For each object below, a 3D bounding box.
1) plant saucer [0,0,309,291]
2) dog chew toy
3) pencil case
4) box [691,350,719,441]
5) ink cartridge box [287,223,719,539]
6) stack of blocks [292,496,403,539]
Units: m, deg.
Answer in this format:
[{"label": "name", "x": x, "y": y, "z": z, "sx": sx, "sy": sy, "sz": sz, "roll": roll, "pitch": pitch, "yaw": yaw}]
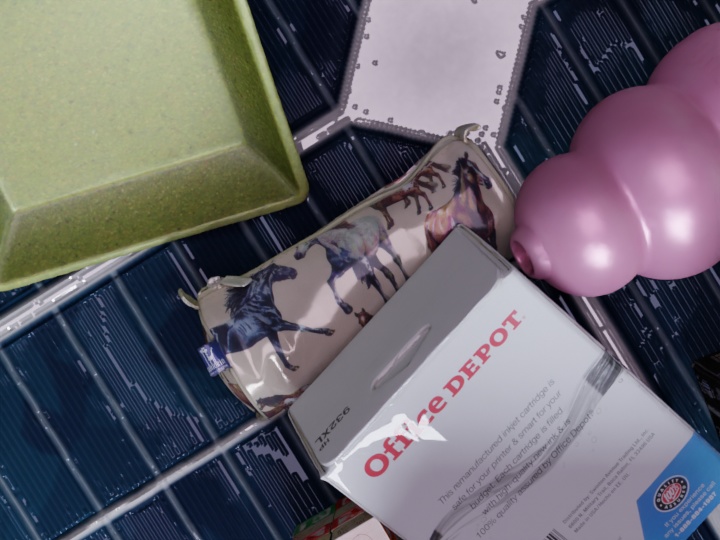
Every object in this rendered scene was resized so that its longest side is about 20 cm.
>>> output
[{"label": "plant saucer", "x": -0.148, "y": -0.096, "z": 0.930, "sx": 0.200, "sy": 0.048, "sz": 0.200, "roll": -16, "pitch": 134, "yaw": 2}, {"label": "dog chew toy", "x": 0.169, "y": -0.053, "z": 0.915, "sx": 0.200, "sy": 0.125, "sz": 0.125, "roll": -28, "pitch": 92, "yaw": -15}, {"label": "pencil case", "x": 0.000, "y": 0.000, "z": 0.957, "sx": 0.200, "sy": 0.078, "sz": 0.089, "roll": -33, "pitch": 114, "yaw": 3}, {"label": "box", "x": 0.260, "y": 0.119, "z": 0.898, "sx": 0.086, "sy": 0.200, "sz": 0.164, "roll": -21, "pitch": 92, "yaw": 2}, {"label": "ink cartridge box", "x": 0.084, "y": 0.095, "z": 0.924, "sx": 0.200, "sy": 0.084, "sz": 0.145, "roll": 41, "pitch": 94, "yaw": -26}, {"label": "stack of blocks", "x": 0.035, "y": 0.225, "z": 0.950, "sx": 0.059, "sy": 0.115, "sz": 0.200, "roll": -31, "pitch": 93, "yaw": 2}]
